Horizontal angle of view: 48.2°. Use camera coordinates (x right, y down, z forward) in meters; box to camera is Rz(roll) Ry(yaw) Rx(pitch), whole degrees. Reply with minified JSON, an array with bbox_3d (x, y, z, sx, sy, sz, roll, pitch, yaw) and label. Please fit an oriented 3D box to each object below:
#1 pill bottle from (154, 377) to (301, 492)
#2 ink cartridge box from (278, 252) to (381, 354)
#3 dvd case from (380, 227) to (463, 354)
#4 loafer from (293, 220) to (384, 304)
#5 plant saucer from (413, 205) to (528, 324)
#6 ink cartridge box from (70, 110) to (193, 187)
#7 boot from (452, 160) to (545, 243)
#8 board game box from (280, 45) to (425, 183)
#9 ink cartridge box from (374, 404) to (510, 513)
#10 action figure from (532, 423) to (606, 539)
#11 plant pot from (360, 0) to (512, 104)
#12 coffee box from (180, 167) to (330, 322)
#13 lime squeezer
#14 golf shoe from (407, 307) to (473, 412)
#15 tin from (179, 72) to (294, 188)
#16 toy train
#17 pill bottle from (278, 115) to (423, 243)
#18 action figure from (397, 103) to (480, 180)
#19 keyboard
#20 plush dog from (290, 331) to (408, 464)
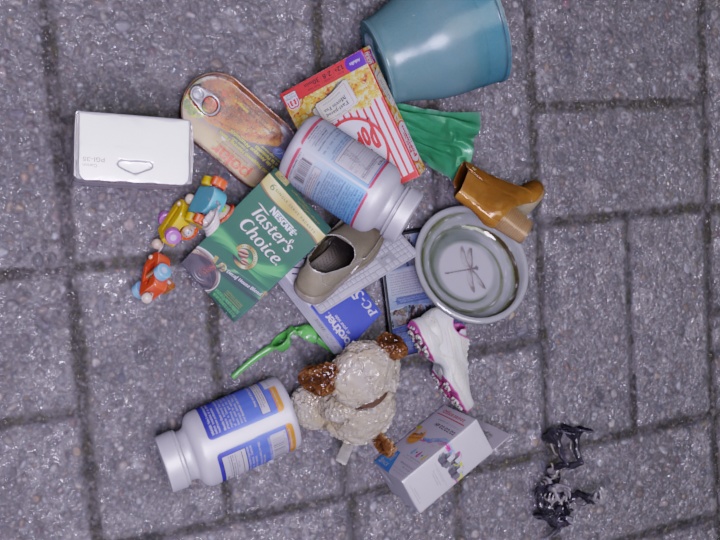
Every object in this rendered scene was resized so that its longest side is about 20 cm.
[{"bbox_3d":[-0.195,0.244,1.177,0.196,0.112,0.114,-20,100,-19],"label":"pill bottle"},{"bbox_3d":[-0.062,0.020,1.238,0.094,0.044,0.201,-44,103,-27],"label":"ink cartridge box"},{"bbox_3d":[0.100,0.032,1.335,0.140,0.017,0.205,-10,97,-21],"label":"dvd case"},{"bbox_3d":[-0.021,-0.032,1.193,0.075,0.069,0.201,35,58,7],"label":"loafer"},{"bbox_3d":[0.174,-0.004,1.305,0.195,0.050,0.205,6,67,-14],"label":"plant saucer"},{"bbox_3d":[-0.306,-0.153,1.063,0.143,0.199,0.085,1,93,-22],"label":"ink cartridge box"},{"bbox_3d":[0.225,-0.136,1.319,0.143,0.202,0.071,37,124,-4],"label":"boot"},{"bbox_3d":[-0.011,-0.210,1.216,0.149,0.046,0.203,-22,104,25],"label":"board game box"},{"bbox_3d":[0.133,0.290,1.310,0.198,0.115,0.069,-35,105,-17],"label":"ink cartridge box"},{"bbox_3d":[0.363,0.380,1.417,0.117,0.101,0.205,4,90,-33],"label":"action figure"},{"bbox_3d":[0.106,-0.351,1.234,0.185,0.200,0.204,-24,102,-4],"label":"plant pot"},{"bbox_3d":[-0.152,-0.035,1.157,0.199,0.044,0.123,-40,97,17],"label":"coffee box"},{"bbox_3d":[-0.107,0.120,1.254,0.196,0.038,0.072,-7,126,-22],"label":"lime squeezer"},{"bbox_3d":[0.153,0.145,1.320,0.091,0.075,0.202,-36,118,-13],"label":"golf shoe"},{"bbox_3d":[-0.181,-0.204,1.199,0.199,0.042,0.113,40,74,-20],"label":"tin"},{"bbox_3d":[-0.237,-0.040,1.117,0.055,0.199,0.153,30,38,-35],"label":"toy train"},{"bbox_3d":[-0.012,-0.128,1.163,0.198,0.109,0.110,34,80,3],"label":"pill bottle"},{"bbox_3d":[0.093,-0.221,1.300,0.196,0.054,0.121,11,90,-24],"label":"action figure"},{"bbox_3d":[0.000,0.000,1.226,0.198,0.011,0.056,-31,60,-27],"label":"keyboard"},{"bbox_3d":[-0.001,0.177,1.199,0.197,0.161,0.174,-25,138,-18],"label":"plush dog"}]
